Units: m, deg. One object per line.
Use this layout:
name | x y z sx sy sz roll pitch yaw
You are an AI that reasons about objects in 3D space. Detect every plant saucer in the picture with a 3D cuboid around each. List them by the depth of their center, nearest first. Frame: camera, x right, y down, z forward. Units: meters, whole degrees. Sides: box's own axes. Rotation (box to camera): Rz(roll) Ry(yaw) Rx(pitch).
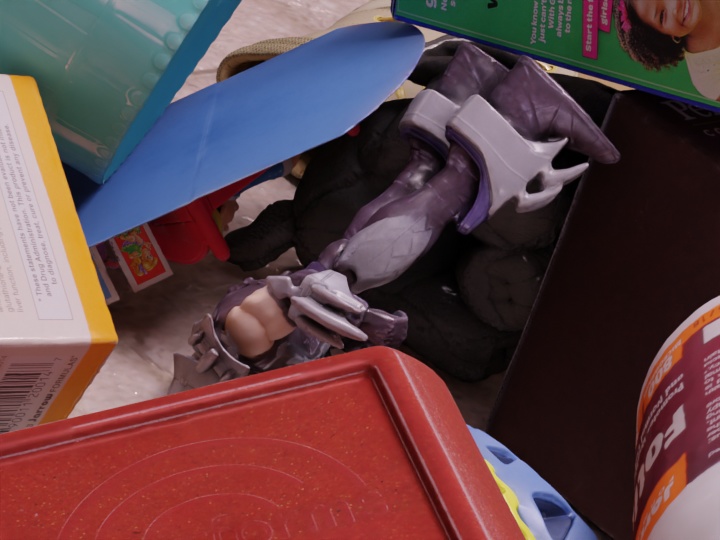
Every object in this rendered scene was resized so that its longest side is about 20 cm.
plant saucer | -0.043 0.095 0.885 0.199 0.037 0.200 -13 33 -10

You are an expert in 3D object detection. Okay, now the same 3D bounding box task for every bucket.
bucket | -0.108 -0.144 1.100 0.135 0.207 0.207 34 26 -3

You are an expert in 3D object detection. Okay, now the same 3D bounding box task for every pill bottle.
pill bottle | 0.143 0.088 0.879 0.114 0.115 0.200 19 22 -1

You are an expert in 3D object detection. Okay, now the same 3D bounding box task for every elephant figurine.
elephant figurine | 0.071 -0.042 1.220 0.155 0.142 0.200 40 36 9

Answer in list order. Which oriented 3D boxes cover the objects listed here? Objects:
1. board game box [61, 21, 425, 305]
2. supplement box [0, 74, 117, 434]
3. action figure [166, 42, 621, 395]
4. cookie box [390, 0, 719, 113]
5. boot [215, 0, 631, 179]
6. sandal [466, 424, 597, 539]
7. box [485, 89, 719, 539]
board game box | -0.057 -0.038 1.139 0.199 0.039 0.158 -23 18 9
supplement box | -0.201 -0.005 0.975 0.199 0.074 0.126 2 53 -33
action figure | 0.000 0.000 1.053 0.069 0.200 0.130 48 -7 -8
cookie box | 0.139 -0.118 1.111 0.171 0.076 0.200 -6 18 -40
boot | 0.046 -0.070 1.317 0.200 0.073 0.155 29 27 23
sandal | 0.075 0.127 0.958 0.087 0.080 0.200 2 38 -45
box | 0.191 0.041 1.094 0.166 0.165 0.200 -9 37 -45
